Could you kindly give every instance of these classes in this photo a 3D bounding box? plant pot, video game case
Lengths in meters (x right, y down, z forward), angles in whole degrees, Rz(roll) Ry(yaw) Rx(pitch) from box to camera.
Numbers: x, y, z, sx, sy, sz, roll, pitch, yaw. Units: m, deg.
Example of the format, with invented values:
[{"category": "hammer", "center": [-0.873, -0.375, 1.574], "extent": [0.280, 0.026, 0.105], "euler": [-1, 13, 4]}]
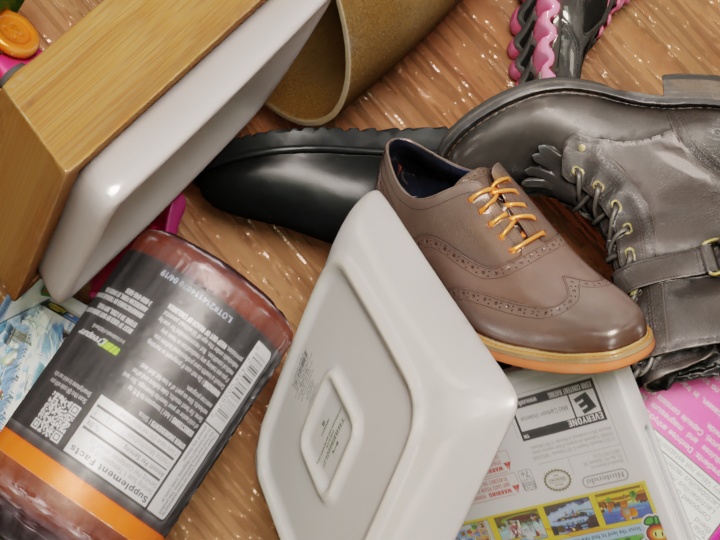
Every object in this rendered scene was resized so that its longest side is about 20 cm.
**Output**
[{"category": "plant pot", "center": [0.009, -0.216, 0.831], "extent": [0.199, 0.187, 0.187], "euler": [-33, 82, -25]}, {"category": "video game case", "center": [0.085, 0.148, 0.751], "extent": [0.198, 0.023, 0.184], "euler": [-20, 93, 34]}]

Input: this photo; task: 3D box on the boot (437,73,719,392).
[{"category": "boot", "center": [0.144, -0.018, 0.752], "extent": [0.197, 0.069, 0.176], "euler": [-7, 62, 9]}]

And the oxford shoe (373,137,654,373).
[{"category": "oxford shoe", "center": [0.070, -0.010, 0.710], "extent": [0.071, 0.074, 0.199], "euler": [-25, 37, -32]}]

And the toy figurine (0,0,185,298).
[{"category": "toy figurine", "center": [-0.189, -0.055, 0.790], "extent": [0.184, 0.200, 0.150], "euler": [43, 125, -6]}]

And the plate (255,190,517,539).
[{"category": "plate", "center": [-0.005, 0.087, 0.716], "extent": [0.032, 0.201, 0.202], "euler": [8, 118, -26]}]

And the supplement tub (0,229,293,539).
[{"category": "supplement tub", "center": [-0.129, 0.086, 0.735], "extent": [0.106, 0.107, 0.201], "euler": [33, 77, 4]}]

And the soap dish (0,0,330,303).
[{"category": "soap dish", "center": [-0.112, -0.088, 0.709], "extent": [0.081, 0.157, 0.200], "euler": [43, 59, -2]}]

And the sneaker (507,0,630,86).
[{"category": "sneaker", "center": [0.150, -0.188, 0.875], "extent": [0.094, 0.079, 0.203], "euler": [11, 80, -12]}]

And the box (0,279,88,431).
[{"category": "box", "center": [-0.191, 0.120, 0.812], "extent": [0.136, 0.040, 0.202], "euler": [29, 80, 3]}]

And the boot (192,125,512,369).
[{"category": "boot", "center": [-0.001, 0.000, 0.829], "extent": [0.195, 0.073, 0.165], "euler": [-3, 79, -7]}]

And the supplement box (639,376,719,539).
[{"category": "supplement box", "center": [0.192, 0.081, 0.805], "extent": [0.103, 0.101, 0.200], "euler": [40, 81, 6]}]
